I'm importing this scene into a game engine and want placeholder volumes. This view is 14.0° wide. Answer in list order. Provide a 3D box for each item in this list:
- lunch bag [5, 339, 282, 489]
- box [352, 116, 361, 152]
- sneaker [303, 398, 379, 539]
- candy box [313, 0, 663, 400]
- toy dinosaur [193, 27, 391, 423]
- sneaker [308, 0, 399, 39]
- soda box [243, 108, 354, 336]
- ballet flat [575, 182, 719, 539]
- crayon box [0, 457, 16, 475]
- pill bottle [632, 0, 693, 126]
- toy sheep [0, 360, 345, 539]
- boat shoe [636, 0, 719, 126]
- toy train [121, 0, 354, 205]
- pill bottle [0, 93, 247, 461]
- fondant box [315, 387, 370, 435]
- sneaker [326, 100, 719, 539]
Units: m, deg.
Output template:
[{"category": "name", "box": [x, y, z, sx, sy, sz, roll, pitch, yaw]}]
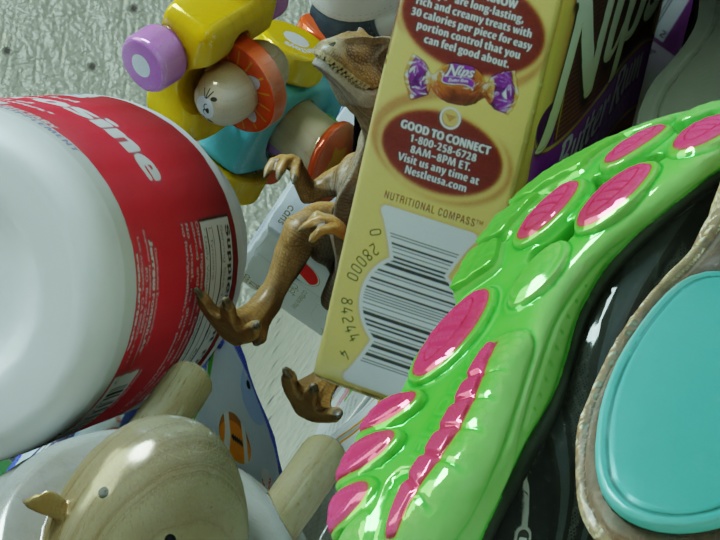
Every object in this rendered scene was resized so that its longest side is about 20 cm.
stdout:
[{"category": "lunch bag", "box": [-0.090, 0.130, 1.097, 0.170, 0.123, 0.201, -72, -8, -66]}, {"category": "box", "box": [0.037, -0.085, 1.122, 0.110, 0.035, 0.200, -58, -14, -27]}, {"category": "sneaker", "box": [0.026, 0.067, 1.043, 0.200, 0.076, 0.092, -60, 12, -28]}, {"category": "candy box", "box": [0.050, -0.063, 0.916, 0.117, 0.056, 0.201, -27, -49, -65]}, {"category": "toy dinosaur", "box": [0.000, 0.000, 0.981, 0.106, 0.060, 0.200, -50, -17, -24]}, {"category": "sneaker", "box": [0.041, -0.139, 1.001, 0.200, 0.073, 0.071, -33, -38, -40]}, {"category": "soda box", "box": [0.029, -0.064, 1.258, 0.200, 0.068, 0.064, -57, 3, -25]}, {"category": "ballet flat", "box": [0.105, 0.017, 0.722, 0.065, 0.070, 0.200, 91, -155, -44]}, {"category": "crayon box", "box": [-0.100, 0.107, 1.239, 0.126, 0.200, 0.052, -49, 7, 48]}, {"category": "pill bottle", "box": [0.121, -0.112, 1.070, 0.200, 0.112, 0.112, -57, 5, -28]}, {"category": "toy sheep", "box": [-0.071, 0.114, 0.896, 0.200, 0.137, 0.138, 103, -166, -48]}, {"category": "boat shoe", "box": [0.128, -0.056, 0.921, 0.200, 0.074, 0.061, -82, -18, -48]}, {"category": "toy train", "box": [-0.013, -0.095, 1.087, 0.150, 0.056, 0.200, -47, -21, -13]}, {"category": "pill bottle", "box": [-0.104, -0.002, 0.976, 0.112, 0.112, 0.200, -54, -8, 12]}, {"category": "fondant box", "box": [0.058, 0.008, 1.211, 0.200, 0.058, 0.144, -53, 4, 15]}, {"category": "sneaker", "box": [0.066, 0.028, 0.799, 0.077, 0.084, 0.200, -4, 41, 53]}]
